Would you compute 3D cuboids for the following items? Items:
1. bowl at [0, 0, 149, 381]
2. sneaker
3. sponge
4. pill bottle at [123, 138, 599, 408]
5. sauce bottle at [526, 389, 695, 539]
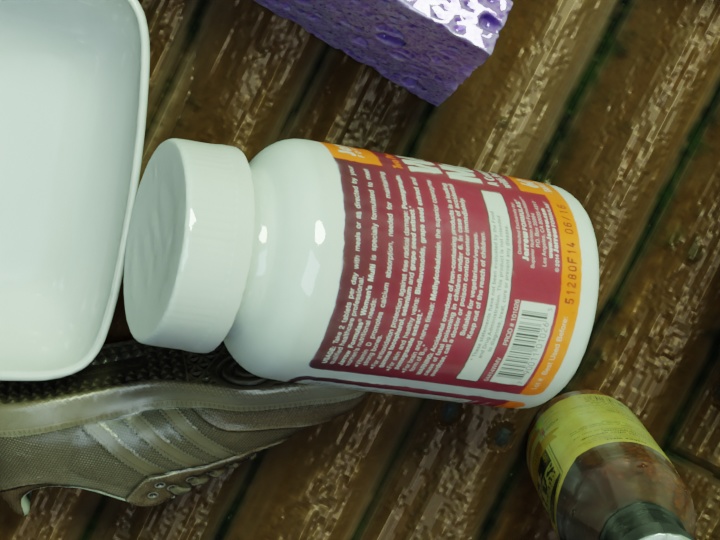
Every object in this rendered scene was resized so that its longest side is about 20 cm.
[{"bbox_3d":[-0.202,-0.056,0.784,0.199,0.075,0.201,9,98,-5],"label":"bowl"},{"bbox_3d":[-0.091,0.076,0.824,0.199,0.071,0.076,-5,118,2],"label":"sneaker"},{"bbox_3d":[-0.033,-0.145,0.757,0.199,0.112,0.030,28,80,-6],"label":"sponge"},{"bbox_3d":[0.000,0.000,0.757,0.199,0.110,0.110,9,99,-23],"label":"pill bottle"},{"bbox_3d":[0.117,0.106,0.760,0.066,0.200,0.066,0,98,-1],"label":"sauce bottle"}]
